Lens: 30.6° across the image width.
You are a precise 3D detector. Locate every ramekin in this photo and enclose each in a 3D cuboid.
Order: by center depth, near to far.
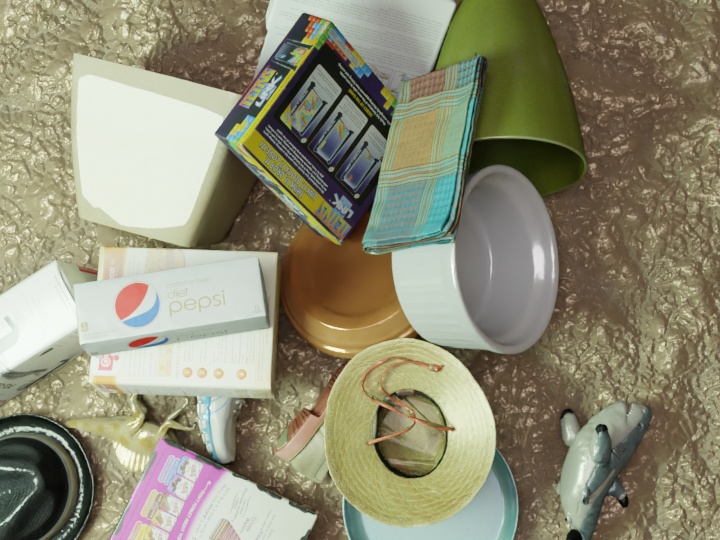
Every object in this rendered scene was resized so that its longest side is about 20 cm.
[{"bbox_3d":[0.122,-0.009,1.424,0.097,0.200,0.202,-5,82,40],"label":"ramekin"}]

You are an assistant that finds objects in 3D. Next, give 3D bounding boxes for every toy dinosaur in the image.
[{"bbox_3d":[-0.263,0.181,1.531,0.198,0.058,0.102,18,88,10],"label":"toy dinosaur"}]

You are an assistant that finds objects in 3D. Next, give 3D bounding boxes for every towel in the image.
[{"bbox_3d":[0.066,-0.119,1.372,0.022,0.146,0.202,22,72,-33],"label":"towel"}]

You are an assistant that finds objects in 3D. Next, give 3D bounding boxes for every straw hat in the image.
[{"bbox_3d":[0.057,0.180,1.444,0.199,0.085,0.203,-2,78,7],"label":"straw hat"}]

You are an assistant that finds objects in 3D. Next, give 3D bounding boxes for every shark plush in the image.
[{"bbox_3d":[0.267,0.242,1.445,0.083,0.091,0.202,12,80,-21],"label":"shark plush"}]

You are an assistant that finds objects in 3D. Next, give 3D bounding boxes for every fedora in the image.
[{"bbox_3d":[-0.414,0.262,1.522,0.199,0.092,0.203,0,87,10],"label":"fedora"}]

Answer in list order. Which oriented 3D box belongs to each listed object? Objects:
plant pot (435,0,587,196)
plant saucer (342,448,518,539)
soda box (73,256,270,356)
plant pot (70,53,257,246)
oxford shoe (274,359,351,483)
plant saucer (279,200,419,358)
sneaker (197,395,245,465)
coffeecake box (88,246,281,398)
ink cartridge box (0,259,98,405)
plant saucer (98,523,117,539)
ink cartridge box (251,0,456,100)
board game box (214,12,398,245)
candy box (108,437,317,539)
[{"bbox_3d":[0.153,-0.203,1.460,0.185,0.187,0.202,-3,72,8],"label":"plant pot"},{"bbox_3d":[0.079,0.266,1.488,0.198,0.027,0.202,-1,85,8],"label":"plant saucer"},{"bbox_3d":[-0.199,0.039,1.395,0.198,0.064,0.069,-9,75,-2],"label":"soda box"},{"bbox_3d":[-0.219,-0.129,1.495,0.198,0.200,0.179,16,96,9],"label":"plant pot"},{"bbox_3d":[-0.008,0.154,1.500,0.074,0.071,0.200,43,92,-11],"label":"oxford shoe"},{"bbox_3d":[0.000,0.000,1.490,0.198,0.037,0.202,-6,66,13],"label":"plant saucer"},{"bbox_3d":[-0.144,0.122,1.514,0.086,0.075,0.202,-3,84,2],"label":"sneaker"},{"bbox_3d":[-0.192,0.058,1.460,0.198,0.073,0.155,2,76,0],"label":"coffeecake box"},{"bbox_3d":[-0.391,0.079,1.515,0.199,0.146,0.085,-30,82,5],"label":"ink cartridge box"},{"bbox_3d":[-0.237,0.382,1.522,0.198,0.029,0.202,-1,85,7],"label":"plant saucer"},{"bbox_3d":[-0.012,-0.259,1.493,0.198,0.044,0.174,13,122,-14],"label":"ink cartridge box"},{"bbox_3d":[-0.042,-0.151,1.430,0.057,0.200,0.166,28,78,45],"label":"board game box"},{"bbox_3d":[-0.165,0.292,1.477,0.199,0.061,0.137,27,81,-2],"label":"candy box"}]
